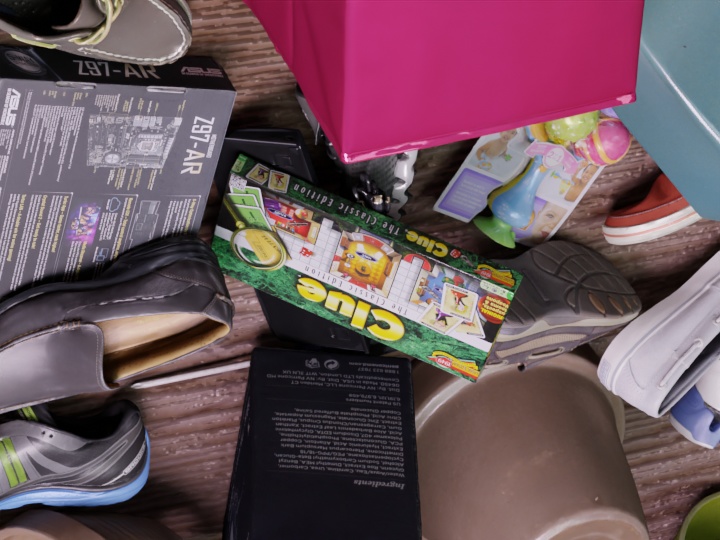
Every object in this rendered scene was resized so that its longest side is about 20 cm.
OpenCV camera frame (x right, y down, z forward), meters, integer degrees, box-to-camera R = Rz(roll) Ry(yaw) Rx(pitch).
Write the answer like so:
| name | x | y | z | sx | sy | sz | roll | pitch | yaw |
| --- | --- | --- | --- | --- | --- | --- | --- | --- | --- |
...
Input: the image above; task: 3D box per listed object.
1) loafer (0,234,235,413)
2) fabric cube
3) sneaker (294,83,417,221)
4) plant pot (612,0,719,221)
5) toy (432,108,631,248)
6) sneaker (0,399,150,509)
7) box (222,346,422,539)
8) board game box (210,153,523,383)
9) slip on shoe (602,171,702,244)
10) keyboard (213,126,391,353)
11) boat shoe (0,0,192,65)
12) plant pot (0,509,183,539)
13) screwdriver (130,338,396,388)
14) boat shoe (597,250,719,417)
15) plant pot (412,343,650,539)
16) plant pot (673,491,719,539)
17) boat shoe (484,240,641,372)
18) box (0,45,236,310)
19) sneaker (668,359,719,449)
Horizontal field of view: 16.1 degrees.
| name | x | y | z | sx | sy | sz | roll | pitch | yaw |
| --- | --- | --- | --- | --- | --- | --- | --- | --- | --- |
| loafer | -0.175 | 0.047 | 1.622 | 0.200 | 0.072 | 0.073 | -27 | 133 | -3 |
| fabric cube | 0.046 | -0.214 | 1.505 | 0.196 | 0.200 | 0.199 | -14 | 132 | -16 |
| sneaker | -0.003 | -0.098 | 1.662 | 0.090 | 0.066 | 0.200 | 7 | 130 | -12 |
| plant pot | 0.233 | -0.146 | 1.656 | 0.200 | 0.141 | 0.141 | 44 | 81 | -19 |
| toy | 0.151 | -0.095 | 1.742 | 0.115 | 0.047 | 0.200 | 19 | 117 | -42 |
| sneaker | -0.238 | 0.120 | 1.718 | 0.199 | 0.071 | 0.083 | -5 | 113 | -24 |
| box | -0.031 | 0.191 | 1.749 | 0.117 | 0.200 | 0.197 | 5 | 130 | -7 |
| board game box | 0.000 | 0.000 | 1.667 | 0.200 | 0.023 | 0.105 | 23 | 144 | 4 |
| slip on shoe | 0.254 | -0.083 | 1.800 | 0.200 | 0.074 | 0.061 | -34 | 98 | 9 |
| keyboard | -0.025 | -0.019 | 1.694 | 0.127 | 0.021 | 0.200 | 7 | 139 | 24 |
| boat shoe | -0.181 | -0.164 | 1.525 | 0.202 | 0.060 | 0.072 | 22 | 113 | -36 |
| plant pot | -0.163 | 0.239 | 1.777 | 0.093 | 0.201 | 0.201 | -36 | 139 | -35 |
| screwdriver | -0.062 | 0.064 | 1.779 | 0.200 | 0.029 | 0.028 | -14 | 129 | -17 |
| boat shoe | 0.265 | 0.035 | 1.855 | 0.200 | 0.069 | 0.072 | -33 | 150 | -25 |
| plant pot | 0.124 | 0.165 | 1.847 | 0.200 | 0.175 | 0.200 | -13 | 131 | -16 |
| plant pot | 0.295 | 0.310 | 2.056 | 0.187 | 0.187 | 0.200 | 4 | 138 | -28 |
| boat shoe | 0.119 | 0.029 | 1.797 | 0.200 | 0.075 | 0.073 | -2 | 144 | -47 |
| box | -0.180 | -0.045 | 1.628 | 0.160 | 0.044 | 0.200 | 0 | 125 | -26 |
| sneaker | 0.343 | 0.077 | 1.946 | 0.199 | 0.081 | 0.115 | 0 | 127 | -23 |
